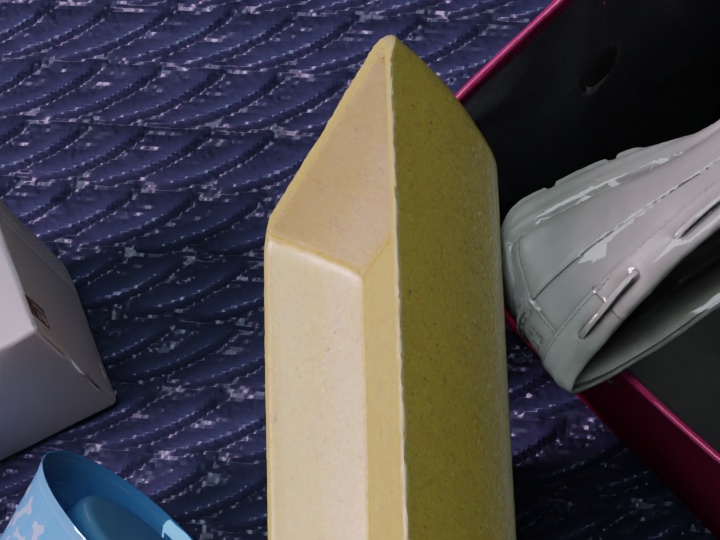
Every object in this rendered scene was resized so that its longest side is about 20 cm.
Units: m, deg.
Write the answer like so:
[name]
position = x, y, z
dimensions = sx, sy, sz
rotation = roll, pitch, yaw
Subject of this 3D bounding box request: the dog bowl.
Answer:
[dog bowl]
position = -0.077, 0.161, 0.958
dimensions = 0.050, 0.111, 0.200
rotation = -47, 65, 8

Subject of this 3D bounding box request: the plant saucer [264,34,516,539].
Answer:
[plant saucer]
position = 0.009, 0.048, 0.823
dimensions = 0.048, 0.200, 0.202
rotation = 3, 71, -14

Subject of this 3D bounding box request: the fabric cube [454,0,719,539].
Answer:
[fabric cube]
position = 0.166, -0.014, 0.910
dimensions = 0.200, 0.200, 0.196
rotation = -43, 66, -4

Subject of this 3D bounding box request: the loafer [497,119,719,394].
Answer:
[loafer]
position = 0.141, -0.023, 0.774
dimensions = 0.199, 0.070, 0.070
rotation = -29, 59, 13

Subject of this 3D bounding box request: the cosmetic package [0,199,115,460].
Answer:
[cosmetic package]
position = -0.221, 0.053, 1.035
dimensions = 0.199, 0.107, 0.091
rotation = -28, 65, 1
